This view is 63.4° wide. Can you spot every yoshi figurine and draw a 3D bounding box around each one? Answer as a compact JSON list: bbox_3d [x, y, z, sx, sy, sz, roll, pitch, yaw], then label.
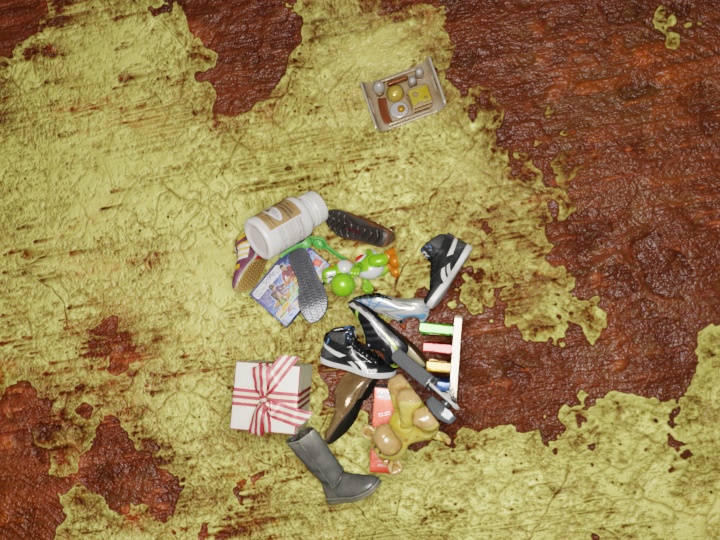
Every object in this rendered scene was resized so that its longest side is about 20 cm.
[{"bbox_3d":[0.004,0.015,1.477,0.200,0.112,0.113,-13,103,-2],"label":"yoshi figurine"}]

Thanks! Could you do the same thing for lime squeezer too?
[{"bbox_3d":[-0.124,-0.056,1.506,0.200,0.038,0.071,4,73,-34],"label":"lime squeezer"}]

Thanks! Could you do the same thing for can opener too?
[{"bbox_3d":[0.140,0.251,1.286,0.066,0.053,0.200,-46,55,-2],"label":"can opener"}]

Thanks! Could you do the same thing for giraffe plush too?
[{"bbox_3d":[0.088,0.362,1.330,0.162,0.200,0.173,-37,39,-3],"label":"giraffe plush"}]

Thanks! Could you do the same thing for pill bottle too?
[{"bbox_3d":[-0.185,-0.122,1.487,0.200,0.114,0.114,-34,79,-30],"label":"pill bottle"}]

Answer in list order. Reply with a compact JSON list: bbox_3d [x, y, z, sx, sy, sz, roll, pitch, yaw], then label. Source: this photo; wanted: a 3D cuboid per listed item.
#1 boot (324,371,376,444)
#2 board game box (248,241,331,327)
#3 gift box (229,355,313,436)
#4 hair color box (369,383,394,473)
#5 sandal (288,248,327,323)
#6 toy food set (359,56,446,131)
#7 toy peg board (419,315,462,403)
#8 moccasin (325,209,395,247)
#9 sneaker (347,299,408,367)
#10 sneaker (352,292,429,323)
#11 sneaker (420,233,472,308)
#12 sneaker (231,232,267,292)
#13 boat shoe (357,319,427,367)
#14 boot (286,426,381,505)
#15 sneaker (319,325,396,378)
[{"bbox_3d":[-0.042,0.342,1.479,0.075,0.074,0.200,29,81,25],"label":"boot"},{"bbox_3d":[-0.179,0.030,1.539,0.135,0.034,0.200,40,88,9],"label":"board game box"},{"bbox_3d":[-0.203,0.300,1.434,0.200,0.187,0.185,-2,83,7],"label":"gift box"},{"bbox_3d":[0.060,0.386,1.437,0.061,0.102,0.200,3,84,6],"label":"hair color box"},{"bbox_3d":[-0.131,0.039,1.500,0.076,0.043,0.200,-14,72,-4],"label":"sandal"},{"bbox_3d":[0.113,-0.472,1.554,0.200,0.060,0.144,-19,81,4],"label":"toy food set"},{"bbox_3d":[0.189,0.207,1.396,0.098,0.200,0.199,4,84,11],"label":"toy peg board"},{"bbox_3d":[-0.002,-0.114,1.519,0.201,0.078,0.074,15,101,26],"label":"moccasin"},{"bbox_3d":[0.027,0.156,1.424,0.200,0.072,0.083,43,96,19],"label":"sneaker"},{"bbox_3d":[0.076,0.097,1.488,0.200,0.072,0.073,7,97,12],"label":"sneaker"},{"bbox_3d":[0.187,-0.006,1.470,0.112,0.073,0.200,31,68,13],"label":"sneaker"},{"bbox_3d":[-0.299,-0.036,1.541,0.090,0.075,0.200,16,69,27],"label":"sneaker"},{"bbox_3d":[0.083,0.187,1.479,0.200,0.073,0.063,39,95,20],"label":"boat shoe"},{"bbox_3d":[-0.066,0.466,1.419,0.182,0.073,0.200,-25,93,25],"label":"boot"},{"bbox_3d":[-0.002,0.199,1.467,0.200,0.073,0.112,11,103,9],"label":"sneaker"}]
